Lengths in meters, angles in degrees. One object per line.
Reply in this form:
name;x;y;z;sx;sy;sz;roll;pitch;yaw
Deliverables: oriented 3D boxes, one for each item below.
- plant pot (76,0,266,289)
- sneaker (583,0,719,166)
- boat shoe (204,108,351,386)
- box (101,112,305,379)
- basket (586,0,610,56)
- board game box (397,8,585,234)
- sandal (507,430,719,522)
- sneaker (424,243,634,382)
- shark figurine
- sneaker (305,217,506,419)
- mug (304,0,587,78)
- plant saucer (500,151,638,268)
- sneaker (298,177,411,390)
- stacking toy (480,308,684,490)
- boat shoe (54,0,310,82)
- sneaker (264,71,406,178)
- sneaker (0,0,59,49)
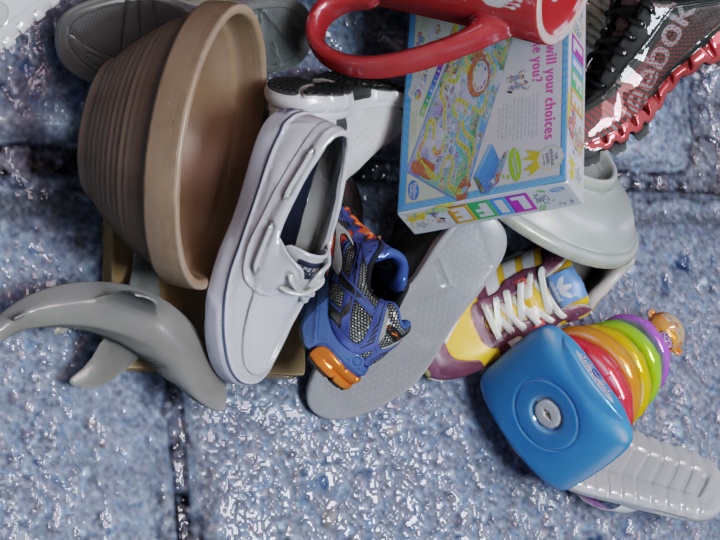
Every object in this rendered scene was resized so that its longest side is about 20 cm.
plant pot;-0.136;-0.092;1.555;0.092;0.201;0.201;11;71;12
sneaker;0.203;-0.163;1.678;0.200;0.071;0.098;-41;119;-11
boat shoe;-0.055;-0.011;1.562;0.073;0.065;0.201;0;105;-47
box;-0.115;-0.023;1.649;0.163;0.021;0.201;4;80;-32
basket;0.178;-0.298;1.770;0.198;0.161;0.200;32;44;-26
board game box;0.099;-0.131;1.659;0.034;0.134;0.201;47;40;-51
sandal;0.197;0.160;1.803;0.202;0.050;0.083;24;53;-10
sneaker;0.127;0.022;1.759;0.200;0.090;0.075;-33;100;-33
shark figurine;-0.186;0.035;1.537;0.214;0.089;0.129;-1;81;-29
sneaker;0.028;0.027;1.712;0.071;0.099;0.200;40;94;-19
mug;0.060;-0.221;1.636;0.133;0.199;0.178;-15;121;-63
plant saucer;0.144;-0.085;1.743;0.200;0.050;0.200;29;25;-15
sneaker;0.000;0.000;1.640;0.075;0.078;0.200;47;24;-41
stacking toy;0.203;0.077;1.773;0.200;0.110;0.116;-27;79;-46
boat shoe;-0.135;-0.173;1.645;0.201;0.065;0.075;-10;108;-29
sneaker;-0.017;-0.106;1.683;0.200;0.074;0.080;-13;114;-59
sneaker;-0.250;-0.195;1.566;0.199;0.076;0.081;-15;98;-28
